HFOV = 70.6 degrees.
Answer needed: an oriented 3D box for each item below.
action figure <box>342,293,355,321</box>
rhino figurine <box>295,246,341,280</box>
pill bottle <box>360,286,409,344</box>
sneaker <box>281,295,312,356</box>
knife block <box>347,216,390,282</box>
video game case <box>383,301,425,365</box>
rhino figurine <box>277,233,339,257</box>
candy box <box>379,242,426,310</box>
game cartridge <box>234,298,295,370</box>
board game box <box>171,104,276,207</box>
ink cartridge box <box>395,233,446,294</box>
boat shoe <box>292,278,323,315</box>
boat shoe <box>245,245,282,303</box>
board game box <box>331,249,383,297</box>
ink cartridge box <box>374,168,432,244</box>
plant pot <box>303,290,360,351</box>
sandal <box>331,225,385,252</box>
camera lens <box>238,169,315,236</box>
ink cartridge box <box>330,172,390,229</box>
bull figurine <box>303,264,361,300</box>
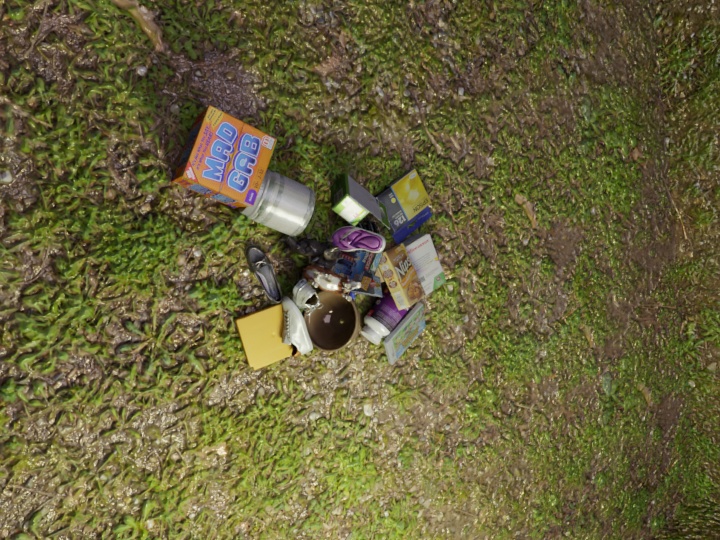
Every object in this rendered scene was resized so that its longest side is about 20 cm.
[{"bbox_3d":[-0.005,0.080,1.750,0.098,0.065,0.202,3,93,-12],"label":"action figure"},{"bbox_3d":[-0.123,-0.022,1.613,0.087,0.200,0.060,1,58,-38],"label":"rhino figurine"},{"bbox_3d":[0.088,0.157,1.786,0.112,0.112,0.200,45,73,-25],"label":"pill bottle"},{"bbox_3d":[-0.219,0.183,1.604,0.084,0.073,0.201,-27,107,-25],"label":"sneaker"},{"bbox_3d":[0.020,-0.074,1.723,0.175,0.064,0.202,29,58,-38],"label":"knife block"},{"bbox_3d":[0.162,0.229,1.828,0.200,0.022,0.183,-45,151,-19],"label":"video game case"},{"bbox_3d":[-0.174,-0.077,1.637,0.199,0.087,0.060,8,63,-29],"label":"rhino figurine"},{"bbox_3d":[0.137,0.019,1.722,0.115,0.055,0.201,-27,94,-49],"label":"candy box"},{"bbox_3d":[-0.284,0.204,1.630,0.199,0.032,0.178,-19,104,-24],"label":"game cartridge"},{"bbox_3d":[-0.385,-0.308,1.427,0.199,0.199,0.202,21,84,-28],"label":"board game box"},{"bbox_3d":[0.209,-0.017,1.855,0.144,0.084,0.201,-31,109,-24],"label":"ink cartridge box"},{"bbox_3d":[-0.156,0.093,1.576,0.086,0.202,0.075,43,71,11],"label":"boat shoe"},{"bbox_3d":[-0.295,0.012,1.589,0.067,0.057,0.201,-30,108,-22],"label":"boat shoe"},{"bbox_3d":[0.000,0.000,1.660,0.062,0.199,0.201,22,91,-59],"label":"board game box"},{"bbox_3d":[0.163,-0.230,1.834,0.197,0.047,0.201,-39,110,-21],"label":"ink cartridge box"},{"bbox_3d":[-0.082,0.166,1.677,0.093,0.199,0.203,19,84,-65],"label":"plant pot"},{"bbox_3d":[-0.015,-0.102,1.622,0.050,0.201,0.083,5,90,-61],"label":"sandal"},{"bbox_3d":[-0.247,-0.205,1.538,0.199,0.160,0.161,21,84,-29],"label":"camera lens"},{"bbox_3d":[0.000,-0.207,1.680,0.199,0.148,0.076,36,117,-28],"label":"ink cartridge box"},{"bbox_3d":[-0.081,0.038,1.547,0.199,0.121,0.066,19,95,-24],"label":"bull figurine"}]
